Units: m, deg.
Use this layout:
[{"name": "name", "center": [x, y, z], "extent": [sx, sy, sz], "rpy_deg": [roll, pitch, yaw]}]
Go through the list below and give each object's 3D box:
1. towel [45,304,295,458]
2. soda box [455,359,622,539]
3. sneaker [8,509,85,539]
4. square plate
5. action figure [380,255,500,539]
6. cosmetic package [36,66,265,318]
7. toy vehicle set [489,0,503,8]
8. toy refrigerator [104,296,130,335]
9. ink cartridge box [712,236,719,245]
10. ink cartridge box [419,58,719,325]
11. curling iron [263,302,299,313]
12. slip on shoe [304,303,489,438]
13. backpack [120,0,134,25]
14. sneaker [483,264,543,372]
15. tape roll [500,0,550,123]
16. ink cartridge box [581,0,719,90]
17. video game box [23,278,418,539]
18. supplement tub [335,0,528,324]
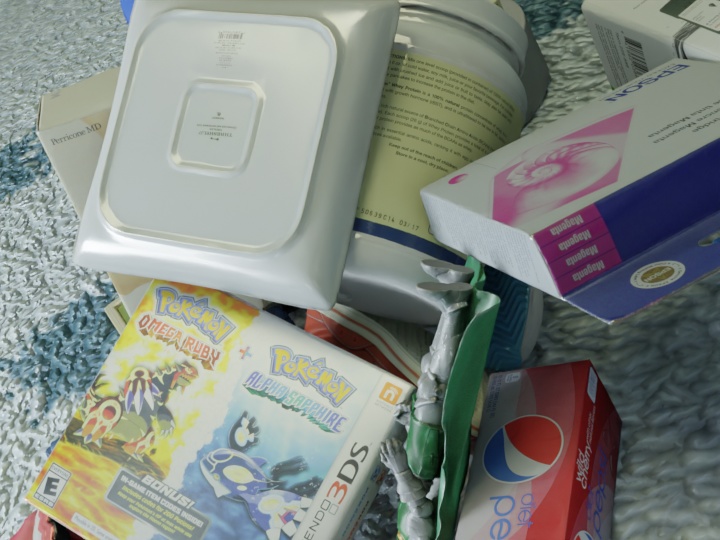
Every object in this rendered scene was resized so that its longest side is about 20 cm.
[{"name": "towel", "center": [-0.111, 0.115, 0.821], "extent": [0.200, 0.112, 0.049], "rpy_deg": [-31, 12, 4]}, {"name": "soda box", "center": [0.098, 0.146, 0.654], "extent": [0.070, 0.063, 0.200], "rpy_deg": [-12, 38, 28]}, {"name": "sneaker", "center": [-0.224, 0.243, 0.803], "extent": [0.087, 0.074, 0.200], "rpy_deg": [-38, 27, 16]}, {"name": "square plate", "center": [-0.087, -0.087, 0.734], "extent": [0.200, 0.028, 0.198], "rpy_deg": [9, 83, 25]}, {"name": "action figure", "center": [0.041, 0.097, 0.669], "extent": [0.055, 0.200, 0.118], "rpy_deg": [7, 17, 6]}, {"name": "cosmetic package", "center": [-0.153, -0.050, 0.871], "extent": [0.105, 0.200, 0.071], "rpy_deg": [-21, 33, 1]}, {"name": "toy vehicle set", "center": [0.029, -0.213, 1.088], "extent": [0.124, 0.027, 0.200], "rpy_deg": [-44, 35, -17]}, {"name": "toy refrigerator", "center": [-0.138, 0.066, 0.943], "extent": [0.076, 0.070, 0.200], "rpy_deg": [-37, 34, -8]}, {"name": "ink cartridge box", "center": [0.239, 0.083, 0.545], "extent": [0.085, 0.145, 0.200], "rpy_deg": [-20, 35, 18]}, {"name": "ink cartridge box", "center": [0.157, -0.055, 0.635], "extent": [0.196, 0.043, 0.200], "rpy_deg": [-27, 20, -13]}, {"name": "curling iron", "center": [0.000, 0.000, 0.955], "extent": [0.200, 0.026, 0.050], "rpy_deg": [-22, 32, 16]}, {"name": "slip on shoe", "center": [0.026, 0.072, 0.818], "extent": [0.200, 0.074, 0.061], "rpy_deg": [29, 104, 46]}, {"name": "backpack", "center": [-0.142, -0.265, 1.255], "extent": [0.168, 0.200, 0.163], "rpy_deg": [13, 53, 47]}, {"name": "sneaker", "center": [0.106, -0.017, 0.848], "extent": [0.076, 0.081, 0.200], "rpy_deg": [-23, 54, 32]}, {"name": "tape roll", "center": [0.072, -0.171, 1.083], "extent": [0.200, 0.066, 0.200], "rpy_deg": [-22, 36, 16]}, {"name": "ink cartridge box", "center": [0.256, -0.121, 0.796], "extent": [0.084, 0.146, 0.200], "rpy_deg": [-34, 34, -6]}, {"name": "video game box", "center": [-0.086, 0.115, 0.742], "extent": [0.200, 0.047, 0.182], "rpy_deg": [25, 76, 21]}, {"name": "supplement tub", "center": [0.030, -0.077, 0.786], "extent": [0.145, 0.145, 0.200], "rpy_deg": [5, 73, 43]}]
